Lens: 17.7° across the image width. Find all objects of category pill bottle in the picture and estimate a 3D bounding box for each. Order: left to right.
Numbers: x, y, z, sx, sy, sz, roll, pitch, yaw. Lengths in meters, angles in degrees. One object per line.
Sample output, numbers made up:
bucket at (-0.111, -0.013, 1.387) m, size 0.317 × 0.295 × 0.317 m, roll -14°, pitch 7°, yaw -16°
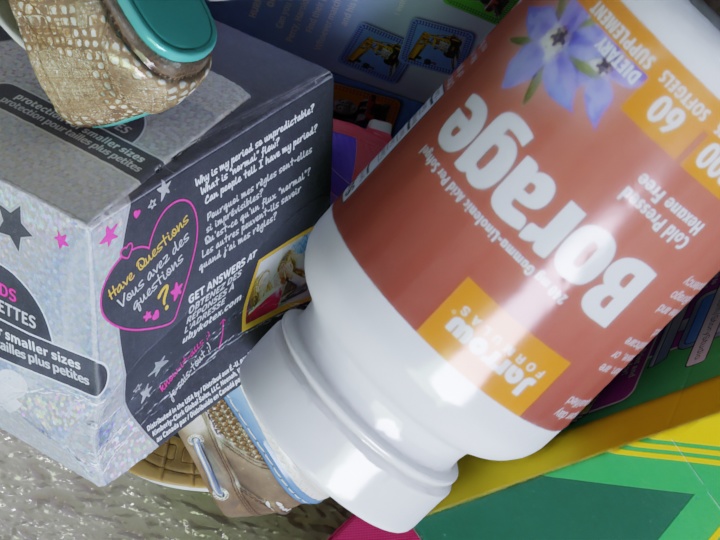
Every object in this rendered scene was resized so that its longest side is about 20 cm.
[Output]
pill bottle at (0.054, -0.009, 0.787) m, size 0.112 × 0.112 × 0.200 m, roll 36°, pitch 105°, yaw -27°

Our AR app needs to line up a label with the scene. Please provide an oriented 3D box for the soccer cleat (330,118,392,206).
soccer cleat at (0.000, 0.000, 0.921) m, size 0.066 × 0.077 × 0.200 m, roll 10°, pitch 162°, yaw 16°

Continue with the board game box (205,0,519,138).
board game box at (0.002, -0.106, 0.861) m, size 0.198 × 0.037 × 0.152 m, roll 17°, pitch 142°, yaw -8°

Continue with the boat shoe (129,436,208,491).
boat shoe at (-0.024, 0.072, 1.065) m, size 0.198 × 0.071 × 0.069 m, roll -4°, pitch 160°, yaw 27°

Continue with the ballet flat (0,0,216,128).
ballet flat at (-0.116, -0.134, 0.754) m, size 0.065 × 0.201 × 0.070 m, roll -33°, pitch 165°, yaw 34°

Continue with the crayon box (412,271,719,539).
crayon box at (0.129, 0.028, 0.857) m, size 0.172 × 0.200 × 0.058 m, roll -23°, pitch 112°, yaw 37°

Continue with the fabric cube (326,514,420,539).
fabric cube at (0.046, 0.234, 1.076) m, size 0.199 × 0.199 × 0.197 m, roll 36°, pitch 155°, yaw 24°

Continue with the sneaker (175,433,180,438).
sneaker at (-0.144, 0.025, 1.014) m, size 0.199 × 0.084 × 0.077 m, roll 31°, pitch 141°, yaw -10°

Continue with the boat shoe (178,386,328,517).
boat shoe at (-0.079, 0.019, 0.957) m, size 0.072 × 0.072 × 0.201 m, roll -26°, pitch 99°, yaw 20°

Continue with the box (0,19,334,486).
box at (-0.126, -0.035, 0.835) m, size 0.199 × 0.132 × 0.116 m, roll 25°, pitch 131°, yaw 30°
